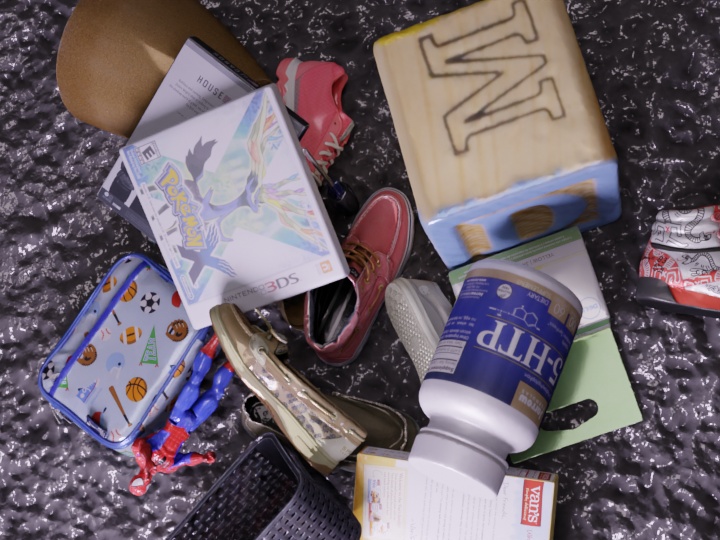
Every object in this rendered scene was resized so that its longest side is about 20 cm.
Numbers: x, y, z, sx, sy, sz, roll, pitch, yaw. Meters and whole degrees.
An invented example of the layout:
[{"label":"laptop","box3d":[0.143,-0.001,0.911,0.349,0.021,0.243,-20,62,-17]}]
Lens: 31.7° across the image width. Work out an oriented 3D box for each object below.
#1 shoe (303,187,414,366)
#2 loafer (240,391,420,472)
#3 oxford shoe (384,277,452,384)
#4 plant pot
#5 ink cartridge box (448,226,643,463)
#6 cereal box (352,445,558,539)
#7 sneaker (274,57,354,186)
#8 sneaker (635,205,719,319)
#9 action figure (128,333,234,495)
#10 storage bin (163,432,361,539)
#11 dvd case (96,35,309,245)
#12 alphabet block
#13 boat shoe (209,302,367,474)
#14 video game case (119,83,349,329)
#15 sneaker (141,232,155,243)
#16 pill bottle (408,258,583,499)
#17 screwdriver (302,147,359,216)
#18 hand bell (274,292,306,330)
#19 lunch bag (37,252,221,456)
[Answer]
[{"label":"shoe","box3d":[0.000,0.000,1.320,0.071,0.091,0.202,21,82,13]},{"label":"loafer","box3d":[-0.037,0.162,1.300,0.197,0.070,0.076,6,77,15]},{"label":"oxford shoe","box3d":[0.089,0.093,1.293,0.057,0.075,0.202,-14,70,-28]},{"label":"plant pot","box3d":[-0.191,-0.203,1.364,0.199,0.186,0.188,31,84,24]},{"label":"ink cartridge box","box3d":[0.186,0.075,1.282,0.144,0.048,0.202,-19,69,8]},{"label":"cereal box","box3d":[0.089,0.258,1.239,0.197,0.039,0.146,7,97,14]},{"label":"sneaker","box3d":[-0.050,-0.142,1.382,0.086,0.074,0.203,-3,75,12]},{"label":"sneaker","box3d":[0.377,-0.004,1.243,0.199,0.067,0.109,11,81,19]},{"label":"action figure","box3d":[-0.169,0.154,1.290,0.201,0.065,0.099,-54,30,0]},{"label":"storage bin","box3d":[-0.109,0.278,1.241,0.200,0.094,0.135,-47,26,-2]},{"label":"dvd case","box3d":[-0.162,-0.111,1.285,0.150,0.025,0.201,37,111,4]},{"label":"alphabet block","box3d":[0.141,-0.138,1.273,0.194,0.195,0.202,-17,73,7]},{"label":"boat shoe","box3d":[-0.074,0.105,1.251,0.062,0.073,0.201,-39,84,5]},{"label":"video game case","box3d":[-0.127,-0.060,1.263,0.180,0.022,0.202,-19,98,20]},{"label":"sneaker","box3d":[-0.168,-0.078,1.353,0.198,0.078,0.092,1,119,31]},{"label":"pill bottle","box3d":[0.122,0.103,1.189,0.118,0.120,0.202,18,73,17]},{"label":"screwdriver","box3d":[-0.032,-0.097,1.298,0.027,0.200,0.030,2,72,13]},{"label":"hand bell","box3d":[-0.135,-0.008,1.375,0.198,0.104,0.105,13,78,30]},{"label":"lunch bag","box3d":[-0.252,0.092,1.371,0.160,0.076,0.201,34,85,22]}]
